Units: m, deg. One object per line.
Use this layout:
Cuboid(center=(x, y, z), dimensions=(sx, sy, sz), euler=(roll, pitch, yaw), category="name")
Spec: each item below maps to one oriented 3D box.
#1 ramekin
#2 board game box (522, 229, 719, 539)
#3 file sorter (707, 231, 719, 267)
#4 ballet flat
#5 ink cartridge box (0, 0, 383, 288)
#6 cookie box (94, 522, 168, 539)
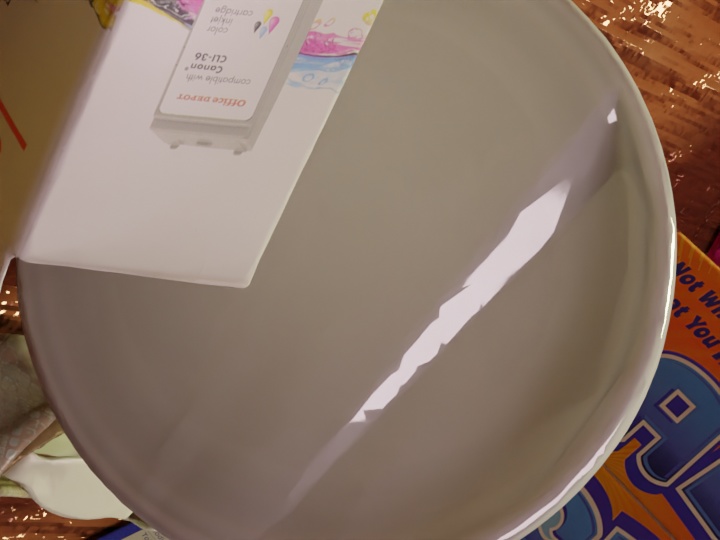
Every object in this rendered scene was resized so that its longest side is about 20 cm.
Cuboid(center=(0.000, 0.000, 0.655), dimensions=(0.202, 0.202, 0.094), euler=(-43, 165, -1), category="ramekin")
Cuboid(center=(0.121, 0.124, 0.975), dimensions=(0.199, 0.200, 0.200), euler=(-40, 153, -8), category="board game box")
Cuboid(center=(0.305, -0.010, 1.044), dimensions=(0.125, 0.200, 0.140), euler=(-21, 145, -41), category="file sorter")
Cuboid(center=(-0.091, 0.069, 0.760), dimensions=(0.068, 0.062, 0.200), euler=(-50, 153, 12), category="ballet flat")
Cuboid(center=(-0.051, -0.080, 0.488), dimensions=(0.067, 0.117, 0.201), euler=(7, 123, -35), category="ink cartridge box")
Cuboid(center=(-0.113, 0.194, 0.889), dimensions=(0.199, 0.075, 0.172), euler=(-23, 144, -34), category="cookie box")
